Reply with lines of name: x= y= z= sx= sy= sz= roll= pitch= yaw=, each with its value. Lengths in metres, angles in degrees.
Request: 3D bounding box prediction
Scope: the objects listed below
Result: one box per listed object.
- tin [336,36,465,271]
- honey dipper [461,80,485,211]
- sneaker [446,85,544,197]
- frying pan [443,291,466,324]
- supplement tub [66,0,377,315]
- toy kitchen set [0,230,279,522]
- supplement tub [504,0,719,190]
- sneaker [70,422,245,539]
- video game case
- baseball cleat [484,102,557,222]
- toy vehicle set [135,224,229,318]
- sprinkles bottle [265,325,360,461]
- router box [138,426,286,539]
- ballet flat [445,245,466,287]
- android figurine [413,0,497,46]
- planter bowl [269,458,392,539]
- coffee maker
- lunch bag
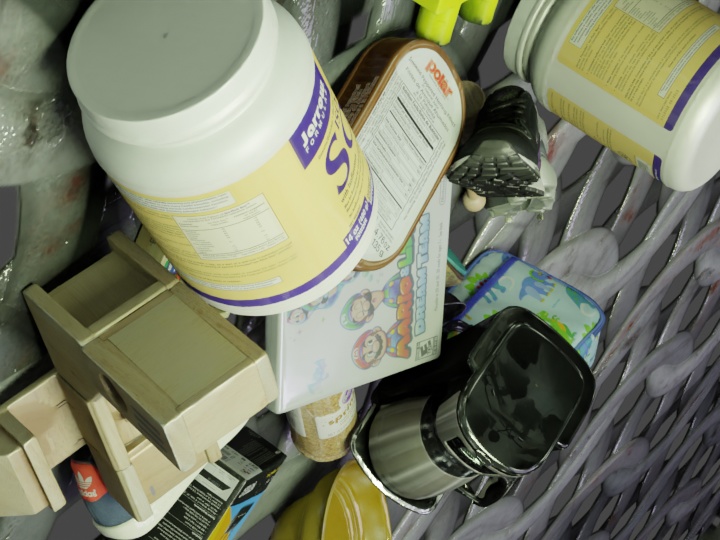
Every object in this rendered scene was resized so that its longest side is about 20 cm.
tin: x=0.018 y=-0.088 z=1.301 sx=0.112 sy=0.042 sz=0.201 roll=54 pitch=54 yaw=-42
honey dipper: x=0.097 y=-0.105 z=1.542 sx=0.038 sy=0.038 sz=0.200 roll=-49 pitch=161 yaw=-15
sneaker: x=0.112 y=-0.112 z=1.407 sx=0.200 sy=0.075 sz=0.088 roll=20 pitch=71 yaw=-81
frying pan: x=0.029 y=0.043 z=1.557 sx=0.114 sy=0.031 sz=0.190 roll=-25 pitch=166 yaw=18
supplement tub: x=-0.082 y=-0.080 z=1.042 sx=0.146 sy=0.145 sz=0.200 roll=-49 pitch=146 yaw=-14
toy kitchen set: x=-0.153 y=0.125 z=1.118 sx=0.163 sy=0.180 sz=0.201 roll=-35 pitch=135 yaw=-21
supplement tub: x=0.239 y=-0.178 z=1.484 sx=0.145 sy=0.199 sz=0.146 roll=-43 pitch=155 yaw=-25
sneaker: x=-0.147 y=0.107 z=1.304 sx=0.200 sy=0.074 sz=0.085 roll=-55 pitch=130 yaw=-38
video game case: x=0.000 y=0.000 z=1.377 sx=0.181 sy=0.024 sz=0.202 roll=-17 pitch=120 yaw=-39
baseball cleat: x=0.151 y=-0.104 z=1.603 sx=0.200 sy=0.069 sz=0.108 roll=135 pitch=-51 yaw=-84
toy vehicle set: x=-0.102 y=-0.048 z=1.224 sx=0.124 sy=0.026 sz=0.201 roll=-14 pitch=134 yaw=-58
sprinkles bottle: x=-0.039 y=0.098 z=1.501 sx=0.068 sy=0.068 sz=0.201 roll=-46 pitch=157 yaw=-20
router box: x=-0.134 y=0.211 z=1.425 sx=0.150 sy=0.051 sz=0.200 roll=-56 pitch=174 yaw=4
ballet flat: x=0.038 y=-0.020 z=1.505 sx=0.071 sy=0.070 sz=0.200 roll=-53 pitch=156 yaw=-4
android figurine: x=0.099 y=-0.270 z=1.307 sx=0.182 sy=0.041 sz=0.201 roll=-30 pitch=148 yaw=-46
planter bowl: x=-0.038 y=0.288 z=1.702 sx=0.200 sy=0.083 sz=0.202 roll=-3 pitch=90 yaw=-70
coffee maker: x=0.101 y=0.103 z=1.502 sx=0.200 sy=0.134 sz=0.194 roll=-29 pitch=-135 yaw=57
lunch bag: x=0.135 y=0.079 z=1.709 sx=0.200 sy=0.160 sz=0.083 roll=-42 pitch=153 yaw=-34
